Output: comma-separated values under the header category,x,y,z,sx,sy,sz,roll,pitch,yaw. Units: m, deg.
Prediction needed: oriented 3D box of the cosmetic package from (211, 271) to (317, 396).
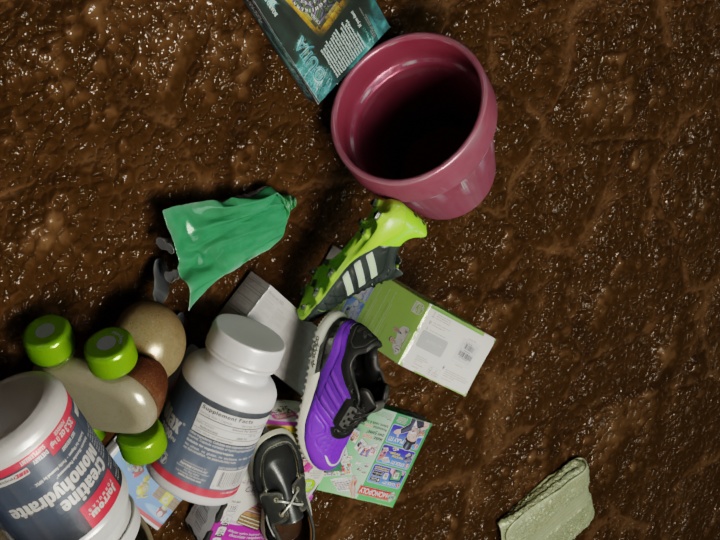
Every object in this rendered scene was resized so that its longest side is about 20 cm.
category,x,y,z,sx,sy,sz,roll,pitch,yaw
cosmetic package,-0.094,0.089,1.763,0.083,0.050,0.200,-50,135,-5

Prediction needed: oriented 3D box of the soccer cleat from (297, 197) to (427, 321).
category,x,y,z,sx,sy,sz,roll,pitch,yaw
soccer cleat,0.000,0.000,1.677,0.080,0.068,0.200,30,120,-24

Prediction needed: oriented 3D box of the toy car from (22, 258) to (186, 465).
category,x,y,z,sx,sy,sz,roll,pitch,yaw
toy car,-0.261,0.084,1.585,0.201,0.156,0.166,-60,150,-42

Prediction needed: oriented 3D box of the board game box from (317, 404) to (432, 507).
category,x,y,z,sx,sy,sz,roll,pitch,yaw
board game box,0.002,0.246,1.942,0.199,0.029,0.136,22,96,-45

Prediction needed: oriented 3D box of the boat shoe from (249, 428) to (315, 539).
category,x,y,z,sx,sy,sz,roll,pitch,yaw
boat shoe,-0.089,0.276,1.727,0.071,0.068,0.202,-21,131,-21

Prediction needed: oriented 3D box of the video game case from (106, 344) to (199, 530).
category,x,y,z,sx,sy,sz,roll,pitch,yaw
video game case,-0.228,0.205,1.726,0.201,0.017,0.143,-51,135,-10

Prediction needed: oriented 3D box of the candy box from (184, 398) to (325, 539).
category,x,y,z,sx,sy,sz,roll,pitch,yaw
candy box,-0.120,0.260,1.785,0.135,0.061,0.202,9,117,-39

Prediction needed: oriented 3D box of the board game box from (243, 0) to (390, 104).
category,x,y,z,sx,sy,sz,roll,pitch,yaw
board game box,-0.055,-0.307,1.617,0.135,0.028,0.201,-47,134,-13

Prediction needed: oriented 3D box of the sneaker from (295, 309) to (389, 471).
category,x,y,z,sx,sy,sz,roll,pitch,yaw
sneaker,-0.015,0.157,1.681,0.069,0.099,0.203,-17,121,-49

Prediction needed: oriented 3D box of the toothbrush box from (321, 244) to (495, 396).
category,x,y,z,sx,sy,sz,roll,pitch,yaw
toothbrush box,0.047,0.062,1.769,0.145,0.199,0.087,28,91,-45

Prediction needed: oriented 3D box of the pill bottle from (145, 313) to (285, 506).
category,x,y,z,sx,sy,sz,roll,pitch,yaw
pill bottle,-0.165,0.159,1.646,0.119,0.119,0.202,8,112,-43

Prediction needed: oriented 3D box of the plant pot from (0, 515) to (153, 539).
category,x,y,z,sx,sy,sz,roll,pitch,yaw
plant pot,-0.326,0.387,1.628,0.199,0.200,0.175,-31,144,-26

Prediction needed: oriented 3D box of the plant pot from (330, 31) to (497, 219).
category,x,y,z,sx,sy,sz,roll,pitch,yaw
plant pot,0.083,-0.156,1.714,0.201,0.199,0.179,-53,149,-7

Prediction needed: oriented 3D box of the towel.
category,x,y,z,sx,sy,sz,roll,pitch,yaw
towel,0.303,0.406,2.281,0.199,0.036,0.150,-34,130,-24

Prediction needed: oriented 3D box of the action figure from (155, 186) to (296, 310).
category,x,y,z,sx,sy,sz,roll,pitch,yaw
action figure,-0.147,-0.047,1.642,0.199,0.054,0.120,-28,117,-40

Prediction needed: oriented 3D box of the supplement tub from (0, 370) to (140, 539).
category,x,y,z,sx,sy,sz,roll,pitch,yaw
supplement tub,-0.334,0.222,1.502,0.140,0.140,0.201,-40,122,-19
